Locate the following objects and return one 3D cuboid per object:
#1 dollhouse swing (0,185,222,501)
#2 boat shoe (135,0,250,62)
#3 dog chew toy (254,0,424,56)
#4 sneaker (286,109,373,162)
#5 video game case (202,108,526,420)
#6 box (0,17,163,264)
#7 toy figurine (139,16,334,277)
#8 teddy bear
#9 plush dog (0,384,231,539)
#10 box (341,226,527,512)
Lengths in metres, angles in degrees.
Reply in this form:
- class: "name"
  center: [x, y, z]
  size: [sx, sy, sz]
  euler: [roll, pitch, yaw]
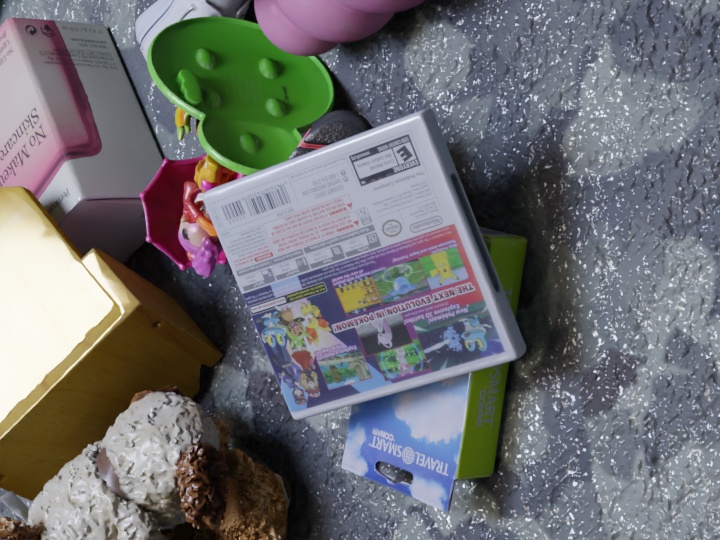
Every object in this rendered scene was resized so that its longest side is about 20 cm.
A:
- class: "dollhouse swing"
  center: [-0.268, 0.059, 1.583]
  size: [0.200, 0.182, 0.176]
  euler: [-45, 54, 6]
- class: "boat shoe"
  center: [-0.119, -0.214, 1.542]
  size: [0.200, 0.073, 0.067]
  euler: [-36, 65, 55]
- class: "dog chew toy"
  center: [-0.012, -0.228, 1.391]
  size: [0.200, 0.124, 0.125]
  euler: [-37, 64, 50]
- class: "sneaker"
  center: [-0.022, -0.039, 1.403]
  size: [0.074, 0.087, 0.201]
  euler: [14, 122, 9]
- class: "video game case"
  center: [0.000, 0.000, 1.325]
  size: [0.200, 0.023, 0.183]
  euler: [-18, 98, 33]
- class: "box"
  center: [-0.267, -0.107, 1.666]
  size: [0.128, 0.109, 0.200]
  euler: [-45, 59, 37]
- class: "toy figurine"
  center: [-0.111, -0.070, 1.485]
  size: [0.200, 0.150, 0.184]
  euler: [-104, 26, -48]
- class: "teddy bear"
  center: [-0.118, 0.201, 1.555]
  size: [0.200, 0.067, 0.145]
  euler: [-47, 49, 44]
- class: "plush dog"
  center: [-0.182, 0.171, 1.487]
  size: [0.172, 0.160, 0.200]
  euler: [-50, 39, 8]
- class: "box"
  center: [0.053, 0.063, 1.372]
  size: [0.122, 0.048, 0.201]
  euler: [17, 102, 45]
